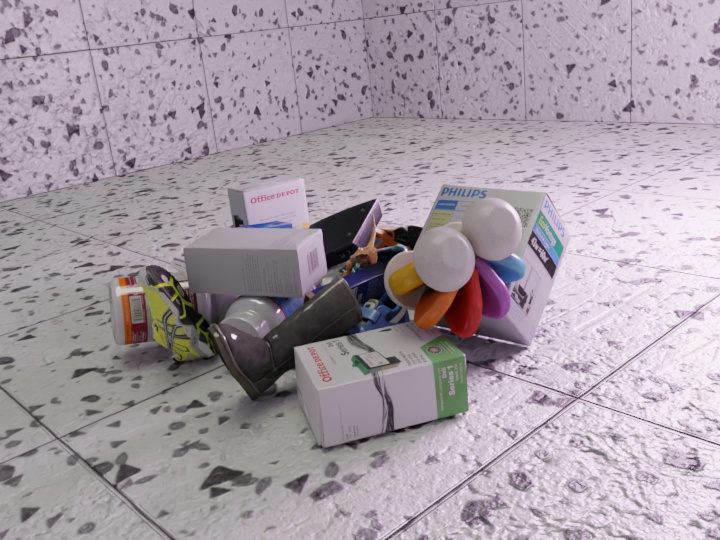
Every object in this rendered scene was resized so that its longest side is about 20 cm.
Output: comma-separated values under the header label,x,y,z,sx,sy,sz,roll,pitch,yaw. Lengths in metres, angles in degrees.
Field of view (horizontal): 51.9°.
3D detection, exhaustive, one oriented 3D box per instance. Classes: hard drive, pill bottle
label,x,y,z,sx,sy,sz,roll,pitch,yaw
hard drive,-0.049,-0.060,1.415,0.199,0.042,0.136,-17,34,44
pill bottle,-0.151,0.075,1.197,0.107,0.110,0.200,0,19,20
pill bottle,-0.314,0.059,1.240,0.198,0.111,0.109,-6,17,-22

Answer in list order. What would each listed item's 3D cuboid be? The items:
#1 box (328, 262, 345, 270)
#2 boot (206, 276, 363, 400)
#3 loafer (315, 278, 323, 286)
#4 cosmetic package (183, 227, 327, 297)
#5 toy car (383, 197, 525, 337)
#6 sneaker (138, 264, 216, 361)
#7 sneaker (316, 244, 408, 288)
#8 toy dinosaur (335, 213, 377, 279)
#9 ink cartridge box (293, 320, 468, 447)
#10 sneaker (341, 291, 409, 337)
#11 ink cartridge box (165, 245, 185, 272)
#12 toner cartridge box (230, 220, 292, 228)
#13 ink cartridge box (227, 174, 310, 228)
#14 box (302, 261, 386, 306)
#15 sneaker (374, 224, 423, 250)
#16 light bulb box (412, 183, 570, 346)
label,x,y,z,sx,sy,sz,roll,pitch,yaw
box,-0.010,-0.004,1.481,0.159,0.050,0.200,-7,19,3
boot,-0.096,0.077,1.015,0.199,0.182,0.073,-32,60,-6
loafer,-0.130,0.008,1.370,0.075,0.070,0.199,-48,15,-22
cosmetic package,-0.166,-0.015,1.171,0.197,0.082,0.113,1,20,20
toy car,0.140,0.008,0.997,0.199,0.151,0.175,-31,-4,-22
sneaker,-0.293,0.077,1.140,0.076,0.201,0.076,-22,40,2
sneaker,0.000,0.000,1.332,0.198,0.078,0.086,-24,-19,-8
toy dinosaur,0.011,-0.021,1.250,0.060,0.107,0.200,29,15,-3
ink cartridge box,0.022,0.142,0.973,0.198,0.085,0.146,-11,19,-15
sneaker,0.003,0.092,1.136,0.073,0.083,0.199,11,26,37
ink cartridge box,-0.308,0.030,1.381,0.115,0.067,0.200,23,16,-9
toner cartridge box,-0.203,-0.037,1.412,0.043,0.096,0.199,9,14,28
ink cartridge box,-0.184,-0.087,1.545,0.144,0.203,0.083,-17,21,-30
box,-0.017,0.060,1.177,0.199,0.122,0.032,-22,47,-41
sneaker,0.081,-0.063,1.455,0.198,0.077,0.092,7,17,21
light bulb box,0.194,-0.014,1.159,0.197,0.125,0.202,10,67,40
